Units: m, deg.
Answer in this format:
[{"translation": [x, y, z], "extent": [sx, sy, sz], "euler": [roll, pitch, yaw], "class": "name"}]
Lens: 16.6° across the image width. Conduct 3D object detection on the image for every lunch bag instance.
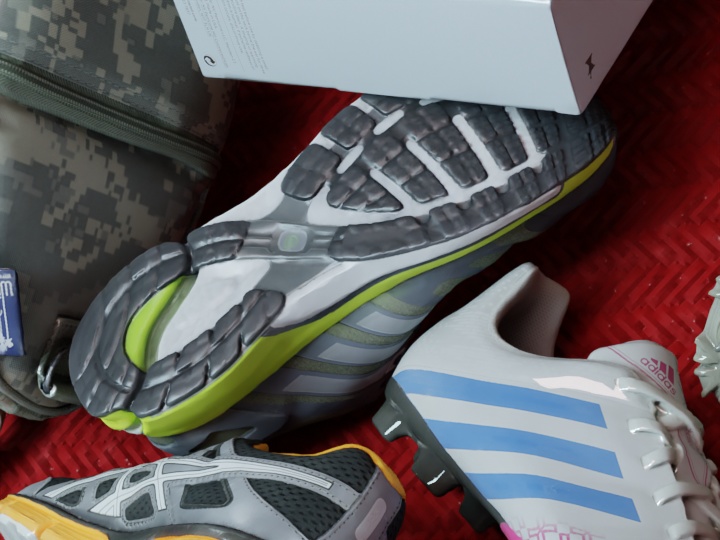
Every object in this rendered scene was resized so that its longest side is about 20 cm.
[{"translation": [-0.152, -0.044, 0.906], "extent": [0.199, 0.139, 0.169], "euler": [12, 86, 41], "class": "lunch bag"}]

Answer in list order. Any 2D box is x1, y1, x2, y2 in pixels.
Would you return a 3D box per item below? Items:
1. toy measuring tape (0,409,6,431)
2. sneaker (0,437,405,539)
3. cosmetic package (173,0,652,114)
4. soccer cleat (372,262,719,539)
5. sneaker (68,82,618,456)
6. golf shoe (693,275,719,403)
[{"translation": [-0.222, 0.096, 0.917], "extent": [0.200, 0.074, 0.074], "euler": [-42, 54, 7], "class": "toy measuring tape"}, {"translation": [-0.054, 0.092, 0.812], "extent": [0.077, 0.079, 0.199], "euler": [-45, 24, -25], "class": "sneaker"}, {"translation": [0.046, -0.141, 0.859], "extent": [0.150, 0.052, 0.200], "euler": [9, 48, 29], "class": "cosmetic package"}, {"translation": [0.083, 0.073, 0.764], "extent": [0.086, 0.070, 0.200], "euler": [-45, 53, 2], "class": "soccer cleat"}, {"translation": [0.000, 0.000, 0.841], "extent": [0.199, 0.081, 0.074], "euler": [-29, 56, 7], "class": "sneaker"}, {"translation": [0.189, -0.018, 0.757], "extent": [0.078, 0.097, 0.200], "euler": [52, 122, 11], "class": "golf shoe"}]
